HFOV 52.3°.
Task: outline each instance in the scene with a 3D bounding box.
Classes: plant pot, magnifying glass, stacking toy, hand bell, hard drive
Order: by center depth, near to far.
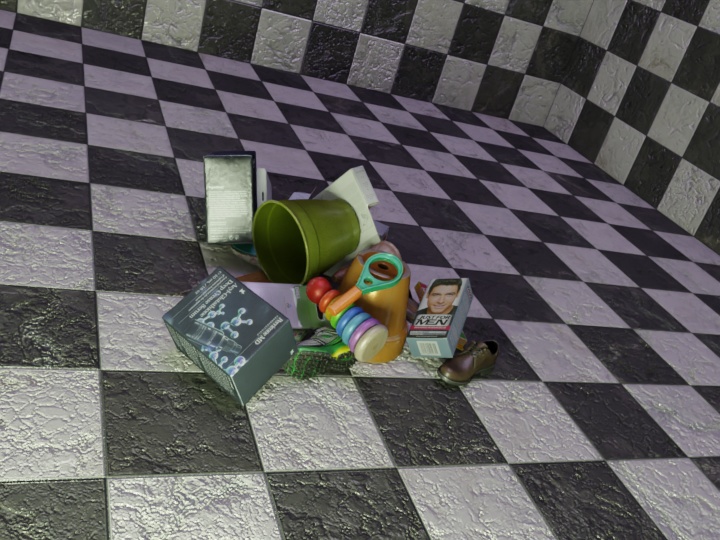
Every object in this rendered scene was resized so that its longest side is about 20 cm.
[{"bbox_3d":[0.010,0.028,1.467,0.079,0.023,0.199,38,56,22],"label":"magnifying glass"},{"bbox_3d":[-0.037,0.088,1.472,0.199,0.087,0.084,42,34,27],"label":"stacking toy"},{"bbox_3d":[0.026,0.065,1.595,0.196,0.186,0.201,15,26,-8],"label":"plant pot"},{"bbox_3d":[-0.109,-0.077,1.645,0.191,0.204,0.199,-20,45,-40],"label":"plant pot"},{"bbox_3d":[0.000,0.000,1.708,0.103,0.106,0.198,34,31,28],"label":"hand bell"},{"bbox_3d":[-0.240,-0.171,1.836,0.026,0.135,0.200,-1,-2,-3],"label":"hard drive"}]

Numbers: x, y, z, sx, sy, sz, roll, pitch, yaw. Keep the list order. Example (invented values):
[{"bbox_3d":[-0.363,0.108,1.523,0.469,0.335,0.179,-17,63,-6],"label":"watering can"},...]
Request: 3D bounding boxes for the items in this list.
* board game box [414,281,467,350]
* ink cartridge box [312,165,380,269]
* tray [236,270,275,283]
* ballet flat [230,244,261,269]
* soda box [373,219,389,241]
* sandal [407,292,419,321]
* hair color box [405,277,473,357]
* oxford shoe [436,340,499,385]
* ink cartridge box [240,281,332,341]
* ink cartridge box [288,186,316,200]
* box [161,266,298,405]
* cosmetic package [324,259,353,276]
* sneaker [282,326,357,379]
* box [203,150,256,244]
[{"bbox_3d":[0.193,0.109,1.767,0.094,0.030,0.202,25,28,-26],"label":"board game box"},{"bbox_3d":[-0.028,-0.120,1.719,0.044,0.199,0.179,-20,84,-39],"label":"ink cartridge box"},{"bbox_3d":[-0.224,0.046,1.635,0.098,0.038,0.198,33,30,26],"label":"tray"},{"bbox_3d":[-0.212,-0.031,1.750,0.195,0.065,0.076,3,34,-7],"label":"ballet flat"},{"bbox_3d":[-0.031,-0.110,1.842,0.197,0.065,0.068,24,29,9],"label":"soda box"},{"bbox_3d":[0.095,0.057,1.803,0.199,0.055,0.079,37,31,31],"label":"sandal"},{"bbox_3d":[0.181,0.104,1.649,0.097,0.062,0.201,-2,38,27],"label":"hair color box"},{"bbox_3d":[0.237,0.193,1.610,0.072,0.086,0.198,36,33,29],"label":"oxford shoe"},{"bbox_3d":[-0.164,0.086,1.527,0.196,0.059,0.106,3,58,-27],"label":"ink cartridge box"},{"bbox_3d":[-0.188,-0.132,1.852,0.056,0.163,0.201,32,25,-11],"label":"ink cartridge box"},{"bbox_3d":[-0.237,0.117,1.344,0.198,0.108,0.148,33,62,27],"label":"box"},{"bbox_3d":[-0.086,-0.050,1.856,0.196,0.082,0.114,18,28,-4],"label":"cosmetic package"},{"bbox_3d":[-0.088,0.158,1.459,0.198,0.079,0.086,1,43,-48],"label":"sneaker"},{"bbox_3d":[-0.304,-0.178,1.742,0.114,0.205,0.197,-2,12,-5],"label":"box"}]
